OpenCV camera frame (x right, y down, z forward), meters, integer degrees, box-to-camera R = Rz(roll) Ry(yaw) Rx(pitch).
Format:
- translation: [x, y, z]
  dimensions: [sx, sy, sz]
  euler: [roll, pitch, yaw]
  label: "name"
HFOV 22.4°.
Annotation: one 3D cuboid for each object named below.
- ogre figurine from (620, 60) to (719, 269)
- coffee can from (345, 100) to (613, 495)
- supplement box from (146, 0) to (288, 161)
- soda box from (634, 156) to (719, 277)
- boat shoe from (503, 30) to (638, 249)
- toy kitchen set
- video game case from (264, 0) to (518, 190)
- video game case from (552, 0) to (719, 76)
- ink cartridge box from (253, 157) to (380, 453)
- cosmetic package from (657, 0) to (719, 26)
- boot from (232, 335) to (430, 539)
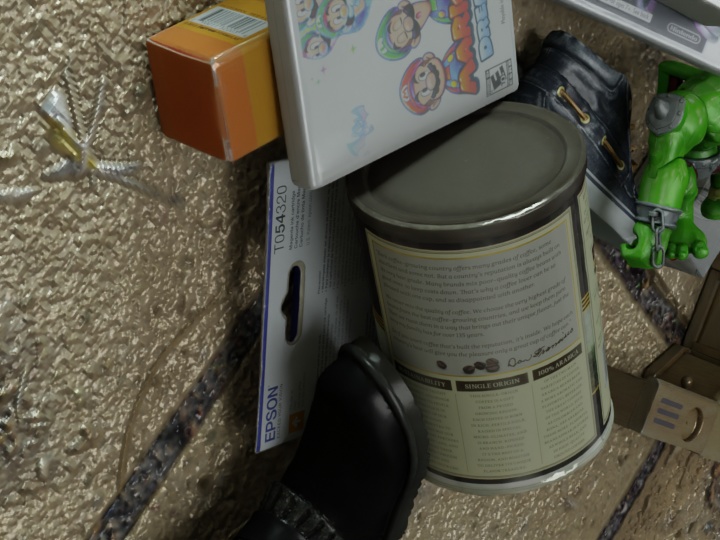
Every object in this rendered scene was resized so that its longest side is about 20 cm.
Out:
- translation: [0.248, -0.085, 1.293]
  dimensions: [0.199, 0.098, 0.121]
  euler: [-18, 117, -26]
  label: "ogre figurine"
- translation: [0.078, 0.017, 1.133]
  dimensions: [0.146, 0.146, 0.201]
  euler: [-34, 129, -32]
  label: "coffee can"
- translation: [-0.029, -0.139, 1.078]
  dimensions: [0.199, 0.069, 0.067]
  euler: [-30, 127, -33]
  label: "supplement box"
- translation: [0.282, -0.098, 1.419]
  dimensions: [0.201, 0.063, 0.068]
  euler: [-56, 137, -13]
  label: "soda box"
- translation: [0.174, -0.086, 1.305]
  dimensions: [0.200, 0.071, 0.091]
  euler: [39, 82, -45]
  label: "boat shoe"
- translation: [0.304, 0.053, 1.433]
  dimensions: [0.180, 0.163, 0.201]
  euler: [20, 91, -48]
  label: "toy kitchen set"
- translation: [0.019, -0.170, 1.050]
  dimensions: [0.181, 0.024, 0.201]
  euler: [-28, 123, -36]
  label: "video game case"
- translation: [0.196, -0.253, 1.223]
  dimensions: [0.199, 0.023, 0.183]
  euler: [21, 91, -16]
  label: "video game case"
- translation: [0.000, 0.000, 1.185]
  dimensions: [0.199, 0.043, 0.198]
  euler: [-14, 117, -40]
  label: "ink cartridge box"
- translation: [0.178, -0.244, 1.170]
  dimensions: [0.199, 0.071, 0.102]
  euler: [25, 90, -17]
  label: "cosmetic package"
- translation: [-0.040, 0.149, 1.133]
  dimensions: [0.157, 0.079, 0.212]
  euler: [-29, 144, -26]
  label: "boot"
